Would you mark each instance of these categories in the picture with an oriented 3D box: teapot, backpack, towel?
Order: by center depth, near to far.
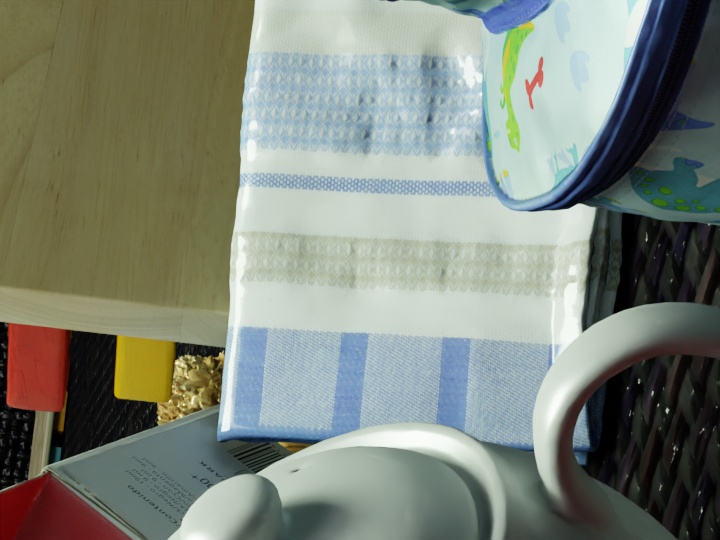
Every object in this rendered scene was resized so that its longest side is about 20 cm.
[{"bbox_3d":[0.076,-0.111,0.549,0.183,0.146,0.201,159,116,-79],"label":"backpack"},{"bbox_3d":[0.006,0.107,0.565,0.197,0.146,0.200,-1,39,43],"label":"teapot"},{"bbox_3d":[0.023,-0.036,0.786,0.024,0.146,0.201,28,-114,-68],"label":"towel"}]

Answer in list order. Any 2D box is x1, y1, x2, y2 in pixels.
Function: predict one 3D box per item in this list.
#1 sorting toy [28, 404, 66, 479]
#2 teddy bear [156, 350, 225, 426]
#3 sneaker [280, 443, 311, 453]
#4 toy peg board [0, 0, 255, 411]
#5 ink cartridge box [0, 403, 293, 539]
[{"bbox_3d":[-0.401,0.231,2.854,0.185,0.036,0.201,125,147,-65],"label":"sorting toy"},{"bbox_3d":[-0.045,0.135,1.066,0.145,0.066,0.201,37,-136,-50],"label":"teddy bear"},{"bbox_3d":[0.000,0.000,1.002,0.088,0.075,0.201,-90,16,-46],"label":"sneaker"},{"bbox_3d":[-0.099,-0.022,0.913,0.201,0.198,0.098,-87,5,-48],"label":"toy peg board"},{"bbox_3d":[-0.100,0.162,0.778,0.201,0.084,0.175,-61,-18,18],"label":"ink cartridge box"}]
